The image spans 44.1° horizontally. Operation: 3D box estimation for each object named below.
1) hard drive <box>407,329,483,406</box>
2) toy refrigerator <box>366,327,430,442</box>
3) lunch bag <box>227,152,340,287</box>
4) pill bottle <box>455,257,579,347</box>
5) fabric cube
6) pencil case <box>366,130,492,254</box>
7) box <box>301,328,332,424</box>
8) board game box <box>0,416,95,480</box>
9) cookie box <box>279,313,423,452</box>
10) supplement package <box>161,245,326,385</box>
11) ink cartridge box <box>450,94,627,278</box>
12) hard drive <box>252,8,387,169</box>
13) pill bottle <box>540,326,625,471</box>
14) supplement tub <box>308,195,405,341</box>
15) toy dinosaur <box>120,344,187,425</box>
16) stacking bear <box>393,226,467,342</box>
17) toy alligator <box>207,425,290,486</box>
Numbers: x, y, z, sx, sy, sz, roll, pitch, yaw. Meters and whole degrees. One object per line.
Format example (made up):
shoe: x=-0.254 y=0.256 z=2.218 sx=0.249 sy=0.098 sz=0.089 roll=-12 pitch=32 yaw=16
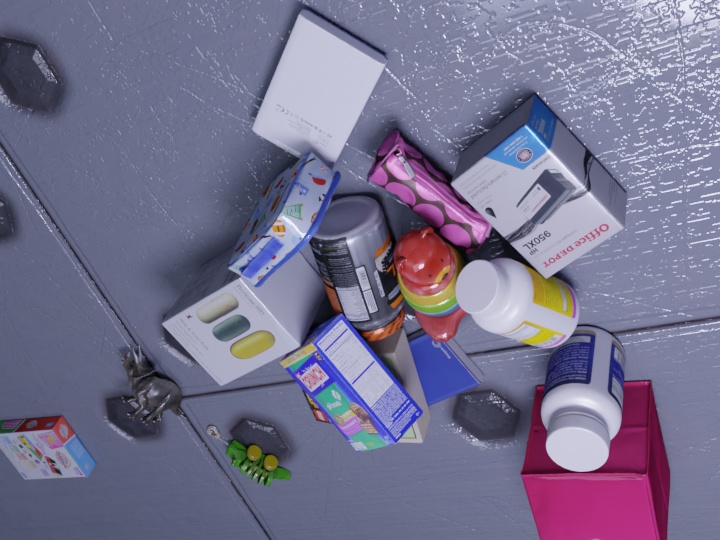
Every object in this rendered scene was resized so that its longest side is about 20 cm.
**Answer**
hard drive: x=0.094 y=0.177 z=1.524 sx=0.198 sy=0.026 sz=0.132 roll=-29 pitch=112 yaw=36
toy refrigerator: x=0.055 y=0.197 z=1.491 sx=0.074 sy=0.070 sz=0.203 roll=-3 pitch=126 yaw=22
lunch bag: x=-0.114 y=-0.066 z=1.284 sx=0.075 sy=0.162 sz=0.200 roll=32 pitch=141 yaw=-16
pill bottle: x=0.221 y=0.043 z=1.260 sx=0.103 sy=0.106 sz=0.198 roll=-27 pitch=150 yaw=35
fabric cube: x=0.379 y=0.321 z=1.414 sx=0.192 sy=0.201 sz=0.202 roll=-5 pitch=125 yaw=25
pencil case: x=0.103 y=-0.107 z=1.250 sx=0.198 sy=0.092 sz=0.093 roll=34 pitch=162 yaw=-12
box: x=-0.051 y=0.191 z=1.561 sx=0.135 sy=0.040 sz=0.203 roll=5 pitch=130 yaw=36
board game box: x=-0.713 y=0.401 z=1.996 sx=0.196 sy=0.041 sz=0.155 roll=-8 pitch=123 yaw=26
cookie box: x=-0.019 y=0.182 z=1.403 sx=0.201 sy=0.075 sz=0.171 roll=50 pitch=154 yaw=-3
supplement package: x=-0.186 y=0.057 z=1.452 sx=0.198 sy=0.152 sz=0.152 roll=-27 pitch=113 yaw=35
ink cartridge box: x=0.243 y=-0.109 z=1.204 sx=0.199 sy=0.085 sz=0.144 roll=42 pitch=130 yaw=-15
hard drive: x=-0.061 y=-0.244 z=1.241 sx=0.130 sy=0.026 sz=0.201 roll=29 pitch=131 yaw=-3
pill bottle: x=0.332 y=0.192 z=1.330 sx=0.117 sy=0.201 sz=0.122 roll=10 pitch=130 yaw=13
supplement tub: x=0.000 y=0.000 z=1.357 sx=0.120 sy=0.123 sz=0.203 roll=-3 pitch=126 yaw=22
toy dinosaur: x=-0.395 y=0.245 z=1.727 sx=0.102 sy=0.077 sz=0.200 roll=-45 pitch=121 yaw=6
stacking bear: x=0.102 y=0.005 z=1.272 sx=0.114 sy=0.121 sz=0.200 roll=45 pitch=178 yaw=26
toy alligator: x=-0.233 y=0.384 z=1.792 sx=0.198 sy=0.055 sz=0.060 roll=31 pitch=131 yaw=-5
